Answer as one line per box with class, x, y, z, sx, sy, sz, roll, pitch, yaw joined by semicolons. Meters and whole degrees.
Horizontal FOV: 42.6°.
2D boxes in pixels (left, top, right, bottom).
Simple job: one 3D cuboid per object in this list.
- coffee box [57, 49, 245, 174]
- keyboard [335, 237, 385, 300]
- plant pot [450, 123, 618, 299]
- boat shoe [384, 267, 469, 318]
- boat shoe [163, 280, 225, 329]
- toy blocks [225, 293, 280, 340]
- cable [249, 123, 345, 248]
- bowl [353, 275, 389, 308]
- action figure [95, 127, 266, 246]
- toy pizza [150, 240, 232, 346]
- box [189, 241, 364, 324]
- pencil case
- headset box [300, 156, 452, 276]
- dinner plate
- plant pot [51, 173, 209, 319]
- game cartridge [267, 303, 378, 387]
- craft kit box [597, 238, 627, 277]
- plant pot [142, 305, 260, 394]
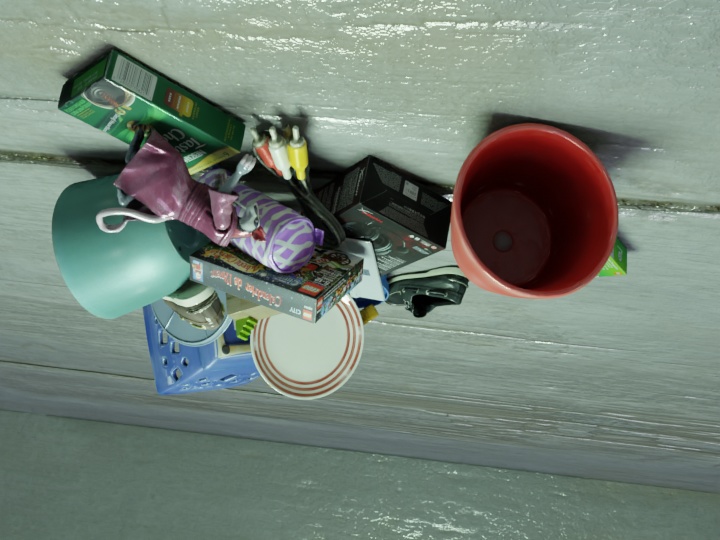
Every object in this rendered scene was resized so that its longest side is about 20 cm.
coffee box;-0.252;-0.187;1.129;0.121;0.045;0.198;-13;151;43
keyboard;0.000;0.000;1.337;0.055;0.011;0.201;4;156;9
plant pot;0.193;-0.054;1.126;0.196;0.205;0.177;9;169;-4
boat shoe;0.106;0.047;1.576;0.197;0.068;0.074;-12;152;43
boat shoe;-0.249;0.044;1.372;0.060;0.071;0.199;62;162;-17
toy blocks;-0.132;-0.015;1.364;0.134;0.204;0.100;-16;157;19
cable;-0.086;-0.105;1.181;0.095;0.051;0.203;7;132;32
bowl;-0.046;0.014;1.586;0.196;0.040;0.201;7;160;3
action figure;-0.203;-0.080;1.116;0.198;0.151;0.134;31;162;-2
toy pizza;-0.262;0.018;1.473;0.197;0.205;0.031;-5;177;32
box;-0.111;-0.003;1.242;0.196;0.136;0.038;18;120;22
pencil case;-0.143;-0.068;1.229;0.084;0.086;0.199;-13;-145;-41
headset box;0.011;-0.065;1.291;0.147;0.079;0.199;26;152;-26
dinner plate;-0.089;0.111;1.532;0.196;0.205;0.024;14;176;-18
plant pot;-0.313;-0.049;1.317;0.158;0.205;0.200;-15;153;19
game cartridge;-0.072;0.136;1.650;0.198;0.033;0.176;-31;178;-20
craft kit box;0.261;-0.038;1.332;0.194;0.050;0.199;-3;157;34
plant pot;-0.245;0.093;1.598;0.197;0.205;0.178;-2;166;-43
